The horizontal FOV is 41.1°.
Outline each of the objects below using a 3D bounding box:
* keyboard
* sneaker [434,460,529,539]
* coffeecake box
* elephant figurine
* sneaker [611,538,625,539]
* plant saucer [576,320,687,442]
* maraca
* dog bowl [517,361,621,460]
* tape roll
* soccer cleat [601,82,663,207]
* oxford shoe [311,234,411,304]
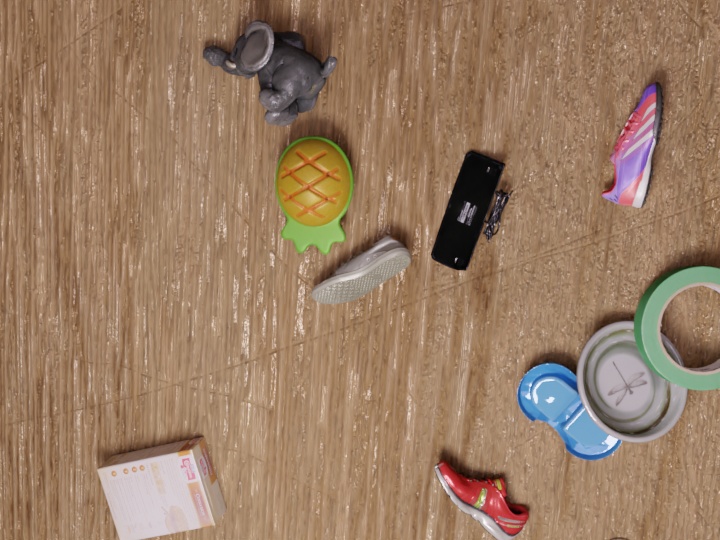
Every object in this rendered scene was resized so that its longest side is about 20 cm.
[{"bbox_3d":[0.197,-0.093,1.633,0.104,0.040,0.201,27,108,28],"label":"keyboard"},{"bbox_3d":[0.217,0.393,1.708,0.200,0.077,0.085,40,101,-10],"label":"sneaker"},{"bbox_3d":[-0.374,0.415,1.818,0.199,0.073,0.154,-13,99,13],"label":"coffeecake box"},{"bbox_3d":[-0.156,-0.353,1.598,0.155,0.142,0.201,-31,77,-13],"label":"elephant figurine"},{"bbox_3d":[0.412,0.564,1.697,0.078,0.079,0.200,40,104,1],"label":"sneaker"},{"bbox_3d":[0.445,0.186,1.602,0.199,0.050,0.201,3,77,-13],"label":"plant saucer"},{"bbox_3d":[-0.079,-0.127,1.632,0.136,0.107,0.201,4,102,12],"label":"maraca"},{"bbox_3d":[0.361,0.237,1.654,0.200,0.050,0.112,39,106,2],"label":"dog bowl"},{"bbox_3d":[0.551,0.093,1.564,0.199,0.048,0.202,0,92,1],"label":"tape roll"},{"bbox_3d":[0.439,-0.203,1.541,0.073,0.068,0.201,10,106,13],"label":"soccer cleat"},{"bbox_3d":[0.000,0.000,1.673,0.199,0.075,0.058,-30,53,23],"label":"oxford shoe"}]
